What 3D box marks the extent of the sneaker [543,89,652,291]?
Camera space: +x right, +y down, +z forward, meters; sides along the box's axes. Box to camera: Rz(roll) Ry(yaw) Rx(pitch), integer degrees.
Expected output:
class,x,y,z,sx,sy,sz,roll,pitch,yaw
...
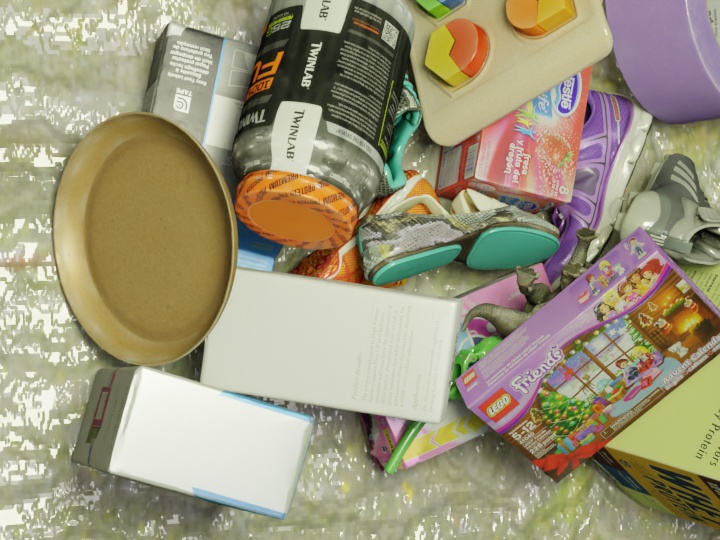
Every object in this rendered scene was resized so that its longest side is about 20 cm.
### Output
class,x,y,z,sx,sy,sz,roll,pitch,yaw
sneaker,0.195,-0.069,1.616,0.083,0.081,0.202,21,71,2

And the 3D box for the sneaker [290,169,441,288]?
class,x,y,z,sx,sy,sz,roll,pitch,yaw
sneaker,0.000,0.000,1.536,0.200,0.073,0.077,-42,107,-15

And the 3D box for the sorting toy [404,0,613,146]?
class,x,y,z,sx,sy,sz,roll,pitch,yaw
sorting toy,0.110,-0.230,1.517,0.036,0.184,0.202,21,48,-49

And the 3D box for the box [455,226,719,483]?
class,x,y,z,sx,sy,sz,roll,pitch,yaw
box,0.194,0.073,1.475,0.200,0.039,0.137,-41,127,12

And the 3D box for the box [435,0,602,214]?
class,x,y,z,sx,sy,sz,roll,pitch,yaw
box,0.139,-0.158,1.581,0.094,0.103,0.202,13,79,-17

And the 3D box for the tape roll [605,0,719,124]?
class,x,y,z,sx,sy,sz,roll,pitch,yaw
tape roll,0.307,-0.235,1.607,0.199,0.084,0.203,6,82,-47

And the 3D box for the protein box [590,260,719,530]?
class,x,y,z,sx,sy,sz,roll,pitch,yaw
protein box,0.321,0.109,1.541,0.135,0.199,0.200,41,72,-35

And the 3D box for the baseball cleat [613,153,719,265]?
class,x,y,z,sx,sy,sz,roll,pitch,yaw
baseball cleat,0.285,-0.046,1.578,0.106,0.200,0.070,22,117,15

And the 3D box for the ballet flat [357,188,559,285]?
class,x,y,z,sx,sy,sz,roll,pitch,yaw
ballet flat,0.081,-0.036,1.518,0.199,0.072,0.073,-8,86,-33

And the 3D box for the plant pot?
class,x,y,z,sx,sy,sz,roll,pitch,yaw
plant pot,-0.168,-0.026,1.435,0.027,0.199,0.202,-8,86,-52

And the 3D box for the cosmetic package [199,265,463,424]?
class,x,y,z,sx,sy,sz,roll,pitch,yaw
cosmetic package,-0.022,0.058,1.449,0.198,0.074,0.103,10,91,6

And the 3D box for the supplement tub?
class,x,y,z,sx,sy,sz,roll,pitch,yaw
supplement tub,-0.032,-0.128,1.429,0.121,0.122,0.202,20,65,-15

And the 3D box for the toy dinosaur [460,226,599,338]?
class,x,y,z,sx,sy,sz,roll,pitch,yaw
toy dinosaur,0.174,0.031,1.500,0.199,0.077,0.103,-30,131,-32

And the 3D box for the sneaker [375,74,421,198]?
class,x,y,z,sx,sy,sz,roll,pitch,yaw
sneaker,0.019,-0.150,1.538,0.077,0.091,0.203,13,82,-48

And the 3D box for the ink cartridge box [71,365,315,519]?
class,x,y,z,sx,sy,sz,roll,pitch,yaw
ink cartridge box,-0.136,0.133,1.409,0.143,0.200,0.086,18,83,-15

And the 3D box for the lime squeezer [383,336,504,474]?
class,x,y,z,sx,sy,sz,roll,pitch,yaw
lime squeezer,0.095,0.097,1.508,0.198,0.038,0.071,-24,122,-20

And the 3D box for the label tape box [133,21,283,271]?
class,x,y,z,sx,sy,sz,roll,pitch,yaw
label tape box,-0.117,-0.089,1.509,0.143,0.063,0.202,13,80,-16

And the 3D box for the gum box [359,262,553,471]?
class,x,y,z,sx,sy,sz,roll,pitch,yaw
gum box,0.083,0.085,1.553,0.198,0.066,0.115,-22,91,-19
